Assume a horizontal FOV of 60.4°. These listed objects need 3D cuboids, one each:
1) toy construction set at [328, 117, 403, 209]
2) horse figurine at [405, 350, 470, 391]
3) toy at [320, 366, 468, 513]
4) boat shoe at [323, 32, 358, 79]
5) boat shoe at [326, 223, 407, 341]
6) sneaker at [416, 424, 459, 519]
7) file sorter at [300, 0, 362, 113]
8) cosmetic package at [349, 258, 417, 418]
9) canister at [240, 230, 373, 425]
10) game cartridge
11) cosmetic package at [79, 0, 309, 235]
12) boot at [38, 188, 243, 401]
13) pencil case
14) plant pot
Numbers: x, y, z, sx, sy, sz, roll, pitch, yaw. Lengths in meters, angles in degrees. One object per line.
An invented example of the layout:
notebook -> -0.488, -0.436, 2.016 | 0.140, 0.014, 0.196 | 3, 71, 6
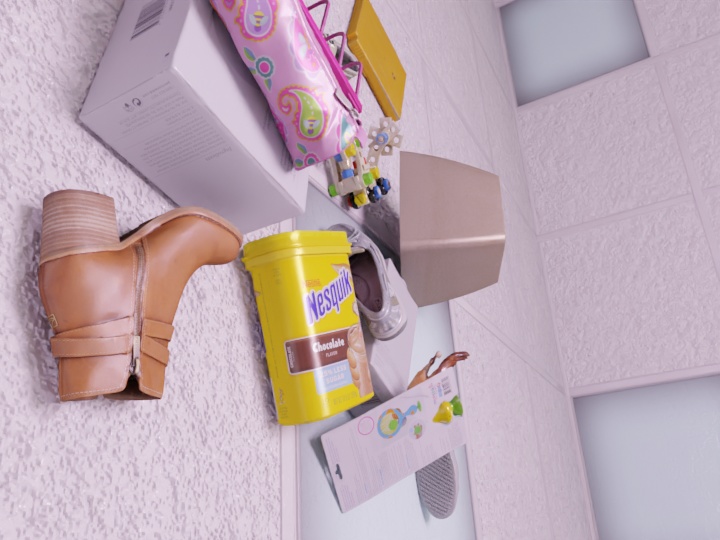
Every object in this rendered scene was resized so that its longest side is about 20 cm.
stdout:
toy construction set -> 0.002, -0.176, 0.996 | 0.199, 0.090, 0.134 | -36, 109, -52
horse figurine -> 0.082, 0.195, 0.901 | 0.049, 0.203, 0.132 | 34, 21, 11
toy -> 0.043, 0.212, 0.805 | 0.047, 0.195, 0.118 | 28, -44, 64
boat shoe -> -0.066, -0.345, 0.962 | 0.199, 0.061, 0.074 | 5, 72, -63
boat shoe -> -0.001, 0.001, 0.831 | 0.065, 0.073, 0.205 | 56, 6, -51
sneaker -> 0.133, 0.299, 1.025 | 0.081, 0.072, 0.206 | 21, 59, -57
file sorter -> -0.098, -0.287, 0.778 | 0.201, 0.136, 0.128 | 53, 29, -39
cosmetic package -> 0.020, 0.095, 0.889 | 0.114, 0.079, 0.203 | 58, 29, -33
canister -> -0.056, 0.063, 0.728 | 0.147, 0.085, 0.206 | -5, 83, -59
game cartridge -> 0.035, -0.435, 1.273 | 0.201, 0.032, 0.179 | 53, 33, -36
cosmetic package -> -0.145, -0.178, 0.630 | 0.200, 0.120, 0.204 | 45, 38, -45
boot -> -0.169, 0.026, 0.519 | 0.198, 0.075, 0.160 | 11, 65, -60
pencil case -> -0.066, -0.195, 0.570 | 0.203, 0.085, 0.088 | 62, 28, -25
plant pot -> 0.155, -0.069, 1.074 | 0.202, 0.171, 0.205 | 80, 10, -57
